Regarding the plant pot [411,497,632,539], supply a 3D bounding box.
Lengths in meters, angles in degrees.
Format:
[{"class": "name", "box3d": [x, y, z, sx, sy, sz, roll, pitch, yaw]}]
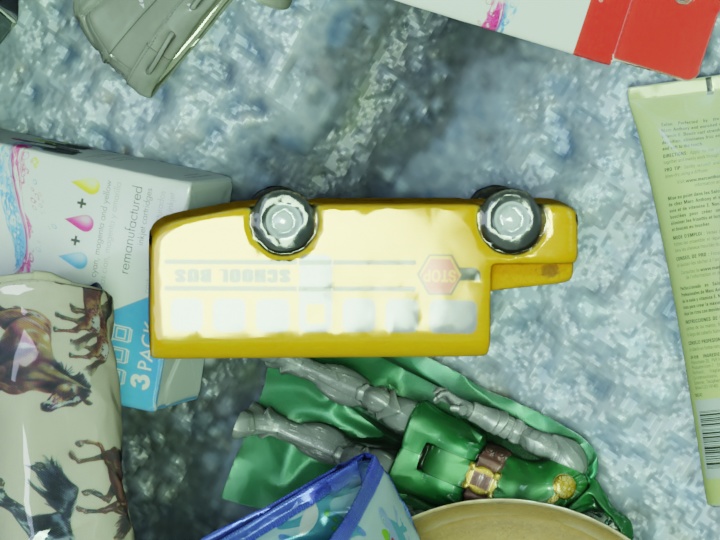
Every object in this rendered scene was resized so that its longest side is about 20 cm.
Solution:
[{"class": "plant pot", "box3d": [0.072, 0.196, 1.391, 0.198, 0.028, 0.201, 3, 109, 7]}]

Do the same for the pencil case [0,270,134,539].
[{"class": "pencil case", "box3d": [-0.144, 0.104, 1.358, 0.077, 0.089, 0.202, -6, 80, -11]}]

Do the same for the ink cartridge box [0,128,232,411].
[{"class": "ink cartridge box", "box3d": [-0.174, -0.008, 1.452, 0.199, 0.068, 0.116, 12, 97, 16]}]

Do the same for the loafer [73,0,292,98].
[{"class": "loafer", "box3d": [-0.049, -0.159, 1.405, 0.200, 0.070, 0.070, -35, 91, 23]}]

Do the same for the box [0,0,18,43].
[{"class": "box", "box3d": [-0.242, -0.086, 1.420, 0.043, 0.160, 0.200, 35, 105, -19]}]

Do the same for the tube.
[{"class": "tube", "box3d": [0.175, 0.008, 1.359, 0.058, 0.052, 0.202, -7, 89, -24]}]

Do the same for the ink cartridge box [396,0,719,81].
[{"class": "ink cartridge box", "box3d": [0.073, -0.170, 1.338, 0.199, 0.067, 0.117, 16, 100, -14]}]

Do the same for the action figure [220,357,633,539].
[{"class": "action figure", "box3d": [0.040, 0.091, 1.405, 0.199, 0.055, 0.119, 20, 98, 11]}]

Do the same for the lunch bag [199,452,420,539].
[{"class": "lunch bag", "box3d": [-0.026, 0.204, 1.302, 0.127, 0.200, 0.171, 1, 123, 53]}]

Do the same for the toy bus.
[{"class": "toy bus", "box3d": [0.000, 0.000, 1.367, 0.198, 0.065, 0.079, 0, 93, -5]}]
